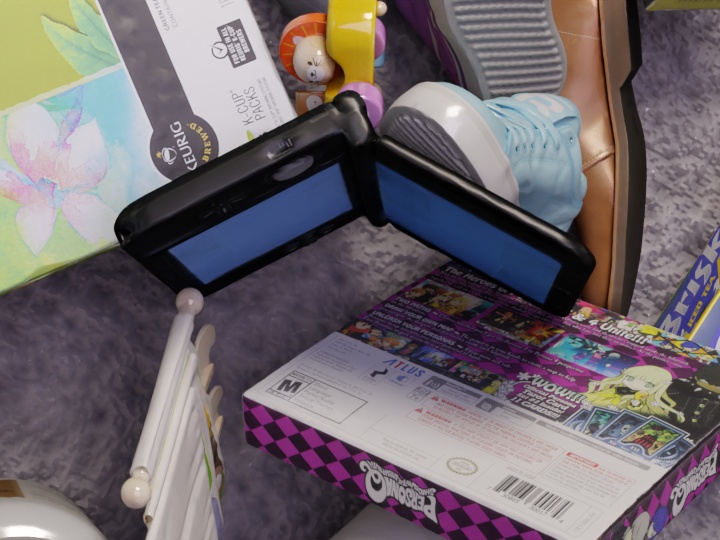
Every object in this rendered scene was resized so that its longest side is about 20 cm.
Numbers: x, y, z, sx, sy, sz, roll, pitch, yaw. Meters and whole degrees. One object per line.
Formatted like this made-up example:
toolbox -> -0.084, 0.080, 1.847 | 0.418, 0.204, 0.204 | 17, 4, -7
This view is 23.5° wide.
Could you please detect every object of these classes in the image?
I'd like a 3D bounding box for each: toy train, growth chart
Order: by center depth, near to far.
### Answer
growth chart -> -0.084, 0.121, 0.842 | 0.018, 0.145, 0.200 | 3, 128, 8
toy train -> -0.014, -0.139, 0.858 | 0.056, 0.150, 0.200 | 2, 106, 0

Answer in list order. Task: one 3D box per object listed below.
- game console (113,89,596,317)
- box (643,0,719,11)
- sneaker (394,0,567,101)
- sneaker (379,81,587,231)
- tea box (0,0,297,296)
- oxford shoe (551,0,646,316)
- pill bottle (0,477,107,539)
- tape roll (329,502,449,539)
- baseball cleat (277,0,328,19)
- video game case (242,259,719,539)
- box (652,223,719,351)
game console -> 0.000, 0.000, 0.808 | 0.176, 0.200, 0.117 | -27, 81, -1
box -> 0.160, -0.237, 0.938 | 0.075, 0.050, 0.200 | -5, 67, -31
sneaker -> 0.044, -0.163, 0.878 | 0.073, 0.201, 0.114 | -31, 60, -11
sneaker -> 0.068, -0.063, 0.856 | 0.074, 0.200, 0.082 | 32, 84, 20
tea box -> -0.157, -0.104, 0.854 | 0.197, 0.134, 0.200 | -25, 95, -12
oxford shoe -> 0.123, -0.067, 0.968 | 0.071, 0.071, 0.200 | -4, 91, 15
pill bottle -> -0.164, 0.161, 0.811 | 0.114, 0.200, 0.115 | 0, 88, -14
tape roll -> 0.040, 0.218, 0.861 | 0.139, 0.203, 0.203 | -40, 98, -11
baseball cleat -> -0.031, -0.221, 0.902 | 0.070, 0.106, 0.200 | -21, 96, -18
video game case -> 0.075, 0.067, 0.851 | 0.181, 0.200, 0.036 | -32, 132, -43
box -> 0.230, 0.004, 0.980 | 0.064, 0.070, 0.200 | 35, 81, -8
